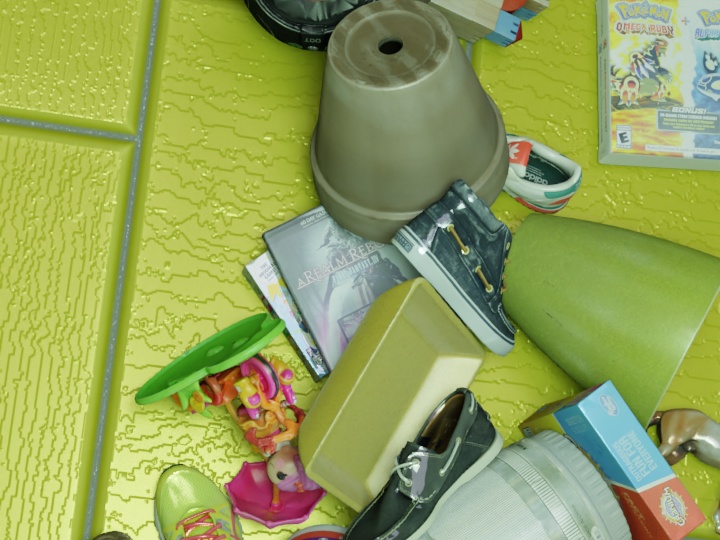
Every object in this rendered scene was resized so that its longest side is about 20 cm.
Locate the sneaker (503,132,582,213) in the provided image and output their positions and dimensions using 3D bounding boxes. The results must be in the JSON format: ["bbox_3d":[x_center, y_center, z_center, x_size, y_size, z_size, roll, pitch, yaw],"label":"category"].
[{"bbox_3d":[0.135,-0.121,1.540,0.198,0.093,0.071,21,76,-6],"label":"sneaker"}]

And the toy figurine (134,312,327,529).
[{"bbox_3d":[-0.089,0.152,1.414,0.150,0.199,0.185,-37,100,-35],"label":"toy figurine"}]

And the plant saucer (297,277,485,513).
[{"bbox_3d":[0.022,0.118,1.396,0.048,0.200,0.201,26,79,31],"label":"plant saucer"}]

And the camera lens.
[{"bbox_3d":[0.135,0.264,1.429,0.199,0.160,0.161,-31,86,-14],"label":"camera lens"}]

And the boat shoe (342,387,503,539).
[{"bbox_3d":[0.047,0.189,1.388,0.200,0.072,0.068,-43,120,-28],"label":"boat shoe"}]

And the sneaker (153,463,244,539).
[{"bbox_3d":[-0.137,0.269,1.411,0.078,0.090,0.201,-22,74,-11],"label":"sneaker"}]

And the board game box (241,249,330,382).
[{"bbox_3d":[0.000,0.000,1.522,0.199,0.034,0.135,-34,86,-14],"label":"board game box"}]

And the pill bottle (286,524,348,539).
[{"bbox_3d":[-0.040,0.326,1.360,0.111,0.200,0.113,4,117,7],"label":"pill bottle"}]

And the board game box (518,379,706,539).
[{"bbox_3d":[0.233,0.189,1.441,0.040,0.200,0.154,-33,85,-15],"label":"board game box"}]

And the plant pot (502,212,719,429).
[{"bbox_3d":[0.235,0.029,1.497,0.199,0.187,0.188,29,75,12],"label":"plant pot"}]

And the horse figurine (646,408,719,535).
[{"bbox_3d":[0.347,0.192,1.535,0.198,0.050,0.133,19,64,0],"label":"horse figurine"}]

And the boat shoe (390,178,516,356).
[{"bbox_3d":[0.116,0.001,1.431,0.091,0.071,0.200,-42,133,2],"label":"boat shoe"}]

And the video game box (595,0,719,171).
[{"bbox_3d":[0.352,-0.201,1.620,0.198,0.047,0.184,2,76,-10],"label":"video game box"}]

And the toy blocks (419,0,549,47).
[{"bbox_3d":[0.144,-0.314,1.589,0.136,0.100,0.202,22,75,-17],"label":"toy blocks"}]

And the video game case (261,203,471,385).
[{"bbox_3d":[0.009,0.023,1.493,0.142,0.019,0.201,-26,86,-14],"label":"video game case"}]

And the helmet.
[{"bbox_3d":[-0.037,-0.319,1.501,0.198,0.191,0.202,1,104,3],"label":"helmet"}]

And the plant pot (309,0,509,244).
[{"bbox_3d":[0.039,-0.156,1.439,0.198,0.174,0.201,-5,52,6],"label":"plant pot"}]

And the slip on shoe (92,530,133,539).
[{"bbox_3d":[-0.195,0.334,1.408,0.076,0.061,0.201,-24,84,-14],"label":"slip on shoe"}]
